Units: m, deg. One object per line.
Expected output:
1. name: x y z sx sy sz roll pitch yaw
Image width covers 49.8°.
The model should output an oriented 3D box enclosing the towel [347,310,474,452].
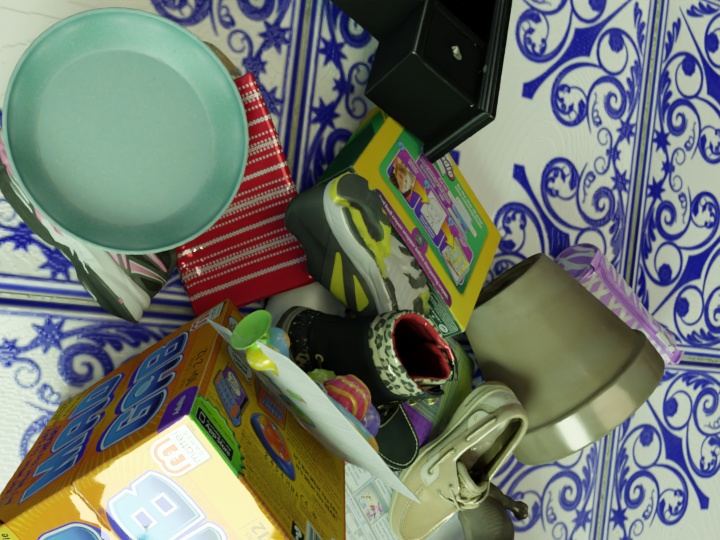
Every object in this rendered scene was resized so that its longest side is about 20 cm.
1. towel: 0.048 0.107 0.827 0.199 0.023 0.145 39 58 -32

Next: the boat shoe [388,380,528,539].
1. boat shoe: 0.099 0.209 0.795 0.072 0.065 0.201 31 102 -24

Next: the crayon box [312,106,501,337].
1. crayon box: 0.057 -0.058 0.801 0.201 0.058 0.173 54 37 -19

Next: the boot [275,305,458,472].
1. boot: 0.027 0.112 0.686 0.205 0.152 0.074 54 54 -24

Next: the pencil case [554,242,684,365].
1. pencil case: 0.315 0.054 0.964 0.199 0.085 0.085 41 73 -21

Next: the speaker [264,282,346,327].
1. speaker: -0.058 0.049 0.779 0.080 0.081 0.203 22 83 -25

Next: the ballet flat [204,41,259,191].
1. ballet flat: -0.113 -0.128 0.750 0.067 0.067 0.203 -27 104 -26

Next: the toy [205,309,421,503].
1. toy: -0.026 0.100 0.615 0.047 0.114 0.200 -53 128 -18

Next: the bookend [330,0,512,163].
1. bookend: 0.045 -0.252 0.766 0.199 0.092 0.201 34 51 -24

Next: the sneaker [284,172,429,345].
1. sneaker: 0.000 0.000 0.710 0.075 0.083 0.202 -53 130 -41

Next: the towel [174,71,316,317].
1. towel: -0.128 -0.063 0.725 0.142 0.023 0.203 -16 103 13

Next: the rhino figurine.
1. rhino figurine: 0.152 0.315 0.845 0.087 0.202 0.060 29 119 -25

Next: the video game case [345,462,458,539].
1. video game case: -0.008 0.235 0.831 0.180 0.045 0.202 -34 106 -22

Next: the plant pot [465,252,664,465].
1. plant pot: 0.205 0.085 0.867 0.199 0.200 0.175 -37 92 -20

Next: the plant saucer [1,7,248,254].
1. plant saucer: -0.193 -0.114 0.651 0.197 0.036 0.204 1 87 -25

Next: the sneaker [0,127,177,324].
1. sneaker: -0.243 -0.053 0.695 0.087 0.080 0.201 -48 120 -29

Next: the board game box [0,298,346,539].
1. board game box: -0.144 0.188 0.639 0.198 0.200 0.201 -31 108 10
